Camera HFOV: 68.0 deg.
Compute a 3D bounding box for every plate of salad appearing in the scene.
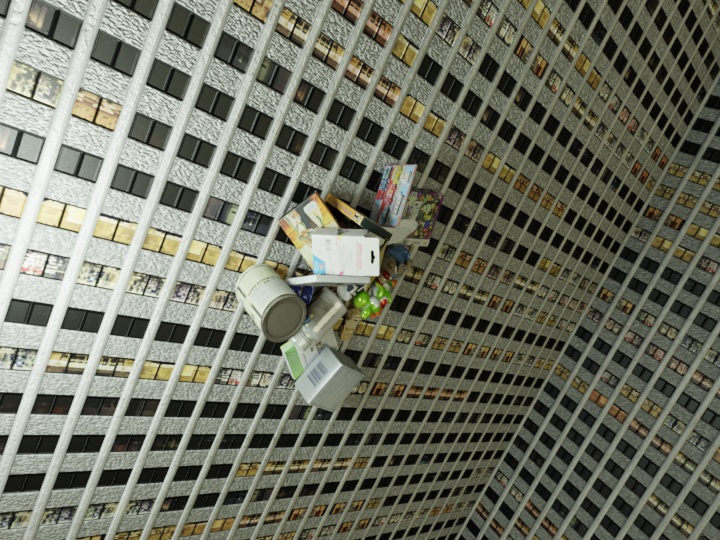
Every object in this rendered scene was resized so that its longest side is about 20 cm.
[{"bbox_3d":[0.096,-0.133,1.772,0.193,0.050,0.201,-16,164,-5],"label":"plate of salad"}]

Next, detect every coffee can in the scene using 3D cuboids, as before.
[{"bbox_3d":[-0.265,0.091,1.566,0.143,0.199,0.151,-20,128,-28],"label":"coffee can"}]

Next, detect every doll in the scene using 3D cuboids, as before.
[{"bbox_3d":[-0.208,0.111,1.697,0.132,0.048,0.207,17,91,-3],"label":"doll"}]

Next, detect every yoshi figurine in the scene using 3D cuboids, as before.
[{"bbox_3d":[0.041,0.078,1.853,0.201,0.109,0.115,-50,142,-44],"label":"yoshi figurine"}]

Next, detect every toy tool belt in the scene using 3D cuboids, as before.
[{"bbox_3d":[0.122,-0.029,1.814,0.123,0.125,0.200,-44,180,26],"label":"toy tool belt"}]

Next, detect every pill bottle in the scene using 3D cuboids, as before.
[{"bbox_3d":[-0.147,0.162,1.769,0.200,0.114,0.115,-46,135,-7],"label":"pill bottle"}]

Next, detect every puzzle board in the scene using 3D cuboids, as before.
[{"bbox_3d":[0.096,-0.235,1.667,0.017,0.149,0.207,22,83,-36],"label":"puzzle board"}]

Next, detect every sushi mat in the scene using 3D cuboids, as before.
[{"bbox_3d":[0.047,-0.014,1.647,0.097,0.012,0.202,-55,169,-25],"label":"sushi mat"}]

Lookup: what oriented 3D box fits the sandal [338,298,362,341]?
[{"bbox_3d":[-0.019,0.168,1.910,0.076,0.069,0.218,-1,116,-38],"label":"sandal"}]

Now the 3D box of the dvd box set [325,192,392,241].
[{"bbox_3d":[-0.006,-0.163,1.628,0.144,0.199,0.030,25,100,-45],"label":"dvd box set"}]

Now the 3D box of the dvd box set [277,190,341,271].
[{"bbox_3d":[-0.131,-0.109,1.580,0.144,0.030,0.202,-32,110,10],"label":"dvd box set"}]

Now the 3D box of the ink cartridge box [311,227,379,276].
[{"bbox_3d":[-0.037,-0.053,1.524,0.192,0.068,0.119,3,112,9],"label":"ink cartridge box"}]

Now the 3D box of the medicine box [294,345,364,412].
[{"bbox_3d":[-0.107,0.394,1.919,0.183,0.103,0.200,-48,147,2],"label":"medicine box"}]

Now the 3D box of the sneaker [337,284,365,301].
[{"bbox_3d":[0.000,0.000,1.737,0.129,0.079,0.203,-36,151,-39],"label":"sneaker"}]

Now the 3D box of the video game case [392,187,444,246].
[{"bbox_3d":[0.201,-0.188,1.901,0.177,0.036,0.206,1,115,-40],"label":"video game case"}]

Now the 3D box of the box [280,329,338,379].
[{"bbox_3d":[-0.175,0.272,1.869,0.197,0.036,0.148,-33,132,-22],"label":"box"}]

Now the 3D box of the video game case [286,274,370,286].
[{"bbox_3d":[-0.098,0.031,1.603,0.195,0.180,0.024,3,84,-36],"label":"video game case"}]

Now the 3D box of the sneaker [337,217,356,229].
[{"bbox_3d":[-0.098,-0.122,1.673,0.193,0.118,0.077,14,137,-9],"label":"sneaker"}]

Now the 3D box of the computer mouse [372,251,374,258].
[{"bbox_3d":[-0.003,0.015,1.852,0.199,0.043,0.111,-42,137,-18],"label":"computer mouse"}]
